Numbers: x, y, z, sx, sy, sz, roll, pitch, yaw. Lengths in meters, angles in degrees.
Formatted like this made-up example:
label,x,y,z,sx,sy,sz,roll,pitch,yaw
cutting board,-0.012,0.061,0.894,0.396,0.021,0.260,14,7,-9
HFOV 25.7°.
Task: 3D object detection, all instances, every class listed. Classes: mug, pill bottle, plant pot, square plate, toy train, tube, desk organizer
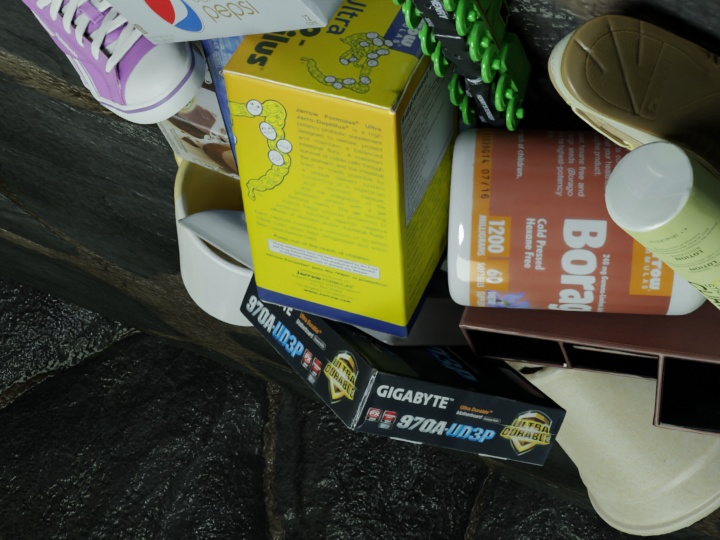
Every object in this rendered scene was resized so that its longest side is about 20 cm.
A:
label,x,y,z,sx,sy,sz,roll,pitch,yaw
mug,-0.091,-0.043,1.353,0.149,0.187,0.153,6,152,-9
pill bottle,0.156,-0.030,0.973,0.199,0.113,0.112,2,165,6
plant pot,0.221,0.091,1.340,0.183,0.201,0.200,42,161,-25
square plate,0.000,0.000,1.143,0.198,0.029,0.200,28,-166,29
toy train,0.061,-0.138,0.888,0.042,0.057,0.200,10,165,20
tube,0.206,-0.008,0.870,0.058,0.052,0.200,33,-179,43
desk organizer,0.167,0.048,1.023,0.199,0.077,0.072,7,130,15

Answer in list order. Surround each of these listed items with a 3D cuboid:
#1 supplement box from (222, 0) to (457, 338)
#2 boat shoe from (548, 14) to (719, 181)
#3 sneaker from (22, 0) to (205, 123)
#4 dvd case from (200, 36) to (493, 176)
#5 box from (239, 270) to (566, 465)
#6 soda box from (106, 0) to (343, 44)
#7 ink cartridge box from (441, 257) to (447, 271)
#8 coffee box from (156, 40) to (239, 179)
label,x,y,z,sx,sy,sz,roll,pitch,yaw
supplement box,-0.006,-0.072,0.984,0.109,0.109,0.200,14,140,16
boat shoe,0.194,-0.084,0.868,0.200,0.074,0.066,28,180,-13
sneaker,-0.191,-0.175,1.069,0.200,0.073,0.114,38,175,41
dvd case,-0.006,-0.106,1.051,0.199,0.018,0.143,10,137,23
box,0.024,0.062,1.096,0.159,0.046,0.200,15,-166,-31
soda box,-0.078,-0.180,0.916,0.064,0.068,0.200,41,161,-30
ink cartridge box,0.077,0.024,1.359,0.087,0.146,0.200,13,164,37
coffee box,-0.046,-0.103,1.186,0.199,0.080,0.113,21,168,11
